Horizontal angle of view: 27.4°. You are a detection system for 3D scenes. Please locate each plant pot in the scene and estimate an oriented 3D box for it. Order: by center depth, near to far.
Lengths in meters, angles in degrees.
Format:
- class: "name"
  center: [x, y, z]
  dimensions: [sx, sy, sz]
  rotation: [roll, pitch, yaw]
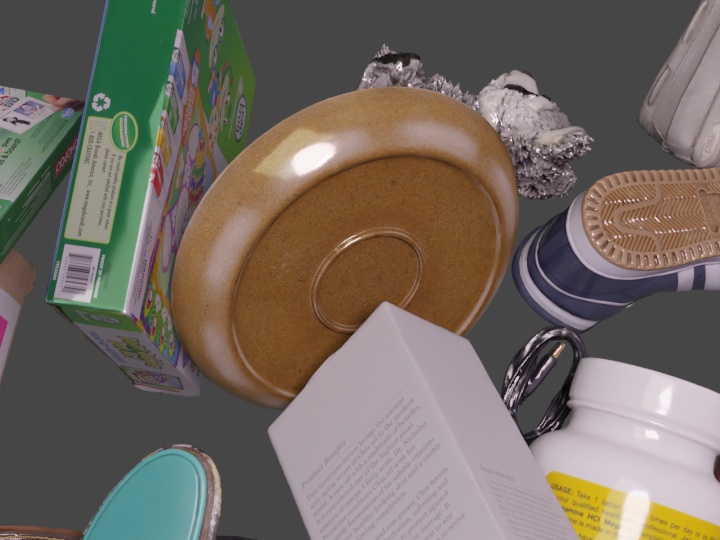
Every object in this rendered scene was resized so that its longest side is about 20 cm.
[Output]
- class: "plant pot"
  center: [0.000, 0.000, 0.765]
  dimensions: [0.199, 0.201, 0.028]
  rotation: [-30, 44, -5]

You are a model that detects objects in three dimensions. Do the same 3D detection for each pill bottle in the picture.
- class: "pill bottle"
  center: [0.122, 0.152, 0.742]
  dimensions: [0.111, 0.112, 0.202]
  rotation: [17, 83, 9]

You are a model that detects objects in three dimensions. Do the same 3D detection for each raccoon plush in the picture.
- class: "raccoon plush"
  center: [0.041, -0.030, 0.831]
  dimensions: [0.133, 0.097, 0.202]
  rotation: [25, 89, 2]

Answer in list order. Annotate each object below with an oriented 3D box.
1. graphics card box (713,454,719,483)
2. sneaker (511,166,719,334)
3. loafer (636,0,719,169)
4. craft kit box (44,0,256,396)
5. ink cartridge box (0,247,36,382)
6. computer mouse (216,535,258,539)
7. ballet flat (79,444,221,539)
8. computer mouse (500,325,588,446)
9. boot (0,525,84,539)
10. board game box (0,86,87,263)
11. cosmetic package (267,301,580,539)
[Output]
- class: "graphics card box"
  center: [0.293, 0.084, 0.759]
  dimensions: [0.198, 0.051, 0.127]
  rotation: [14, 111, 9]
- class: "sneaker"
  center: [0.178, -0.009, 0.822]
  dimensions: [0.198, 0.108, 0.071]
  rotation: [1, 69, -27]
- class: "loafer"
  center: [0.210, -0.155, 0.816]
  dimensions: [0.070, 0.070, 0.202]
  rotation: [34, 113, 31]
- class: "craft kit box"
  center: [-0.103, -0.051, 0.782]
  dimensions: [0.048, 0.198, 0.202]
  rotation: [8, 76, 4]
- class: "ink cartridge box"
  center: [-0.293, 0.065, 0.828]
  dimensions: [0.163, 0.075, 0.202]
  rotation: [11, 75, 8]
- class: "computer mouse"
  center: [-0.060, 0.189, 0.762]
  dimensions: [0.198, 0.053, 0.140]
  rotation: [0, 71, 20]
- class: "ballet flat"
  center: [-0.121, 0.182, 0.735]
  dimensions: [0.071, 0.072, 0.202]
  rotation: [25, 83, 11]
- class: "computer mouse"
  center: [0.053, 0.110, 0.804]
  dimensions: [0.200, 0.034, 0.059]
  rotation: [-44, 61, -3]
- class: "boot"
  center: [-0.208, 0.191, 0.732]
  dimensions: [0.198, 0.075, 0.097]
  rotation: [-7, 46, -18]
- class: "board game box"
  center: [-0.245, -0.048, 0.816]
  dimensions: [0.133, 0.029, 0.201]
  rotation: [10, 35, 8]
- class: "cosmetic package"
  center: [0.037, 0.124, 0.706]
  dimensions: [0.102, 0.071, 0.201]
  rotation: [-47, 44, 21]
